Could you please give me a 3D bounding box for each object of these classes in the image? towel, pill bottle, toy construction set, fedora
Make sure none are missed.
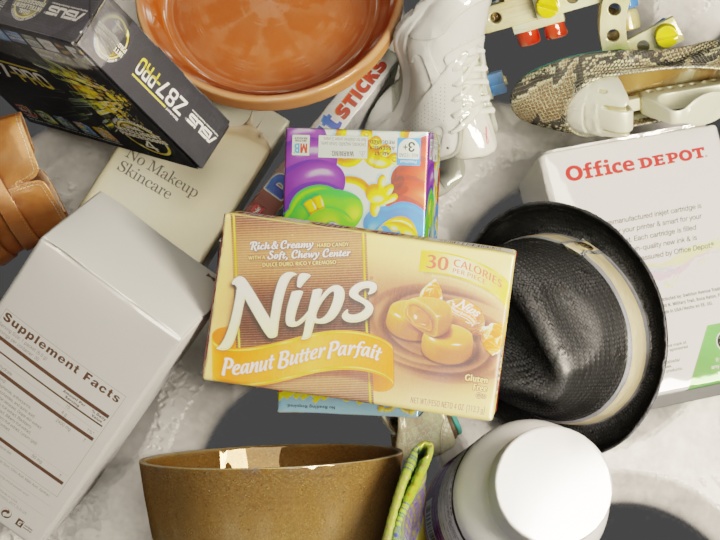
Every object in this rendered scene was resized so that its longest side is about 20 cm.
[{"bbox_3d":[0.028,0.220,1.552,0.023,0.200,0.144,11,58,8],"label":"towel"},{"bbox_3d":[0.114,0.167,1.587,0.111,0.200,0.111,2,77,-9],"label":"pill bottle"},{"bbox_3d":[0.148,-0.186,1.742,0.200,0.092,0.131,-19,105,-6],"label":"toy construction set"},{"bbox_3d":[0.122,0.044,1.619,0.092,0.201,0.201,-1,74,-47],"label":"fedora"}]

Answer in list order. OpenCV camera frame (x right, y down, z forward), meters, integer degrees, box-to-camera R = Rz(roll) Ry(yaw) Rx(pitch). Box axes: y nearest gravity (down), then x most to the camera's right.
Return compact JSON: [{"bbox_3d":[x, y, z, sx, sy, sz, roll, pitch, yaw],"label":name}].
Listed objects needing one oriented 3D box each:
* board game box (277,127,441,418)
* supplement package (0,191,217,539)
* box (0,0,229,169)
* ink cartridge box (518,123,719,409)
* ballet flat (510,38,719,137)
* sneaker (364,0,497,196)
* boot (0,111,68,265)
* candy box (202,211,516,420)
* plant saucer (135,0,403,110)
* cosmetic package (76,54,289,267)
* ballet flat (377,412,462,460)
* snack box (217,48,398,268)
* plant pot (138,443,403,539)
[{"bbox_3d":[0.000,0.000,1.593,0.105,0.103,0.200,2,92,6],"label":"board game box"},{"bbox_3d":[-0.203,0.067,1.553,0.120,0.121,0.200,36,111,1],"label":"supplement package"},{"bbox_3d":[-0.210,-0.150,1.586,0.200,0.161,0.049,18,69,39],"label":"box"},{"bbox_3d":[0.217,0.002,1.703,0.145,0.084,0.200,-11,79,-11],"label":"ink cartridge box"},{"bbox_3d":[0.217,-0.133,1.686,0.200,0.068,0.075,-9,40,-12],"label":"ballet flat"},{"bbox_3d":[0.073,-0.134,1.650,0.078,0.200,0.099,-29,64,-29],"label":"sneaker"},{"bbox_3d":[-0.278,-0.007,1.588,0.155,0.074,0.200,-21,116,-5],"label":"boot"},{"bbox_3d":[0.000,0.030,1.514,0.200,0.055,0.115,8,93,6],"label":"candy box"},{"bbox_3d":[-0.067,-0.204,1.661,0.200,0.032,0.200,-1,61,2],"label":"plant saucer"},{"bbox_3d":[-0.147,-0.047,1.663,0.104,0.073,0.200,30,75,0],"label":"cosmetic package"},{"bbox_3d":[0.016,0.048,1.672,0.062,0.067,0.200,-20,80,-3],"label":"ballet flat"},{"bbox_3d":[-0.039,-0.081,1.688,0.024,0.072,0.200,36,74,6],"label":"snack box"},{"bbox_3d":[-0.058,0.228,1.570,0.186,0.186,0.200,-3,90,-10],"label":"plant pot"}]
